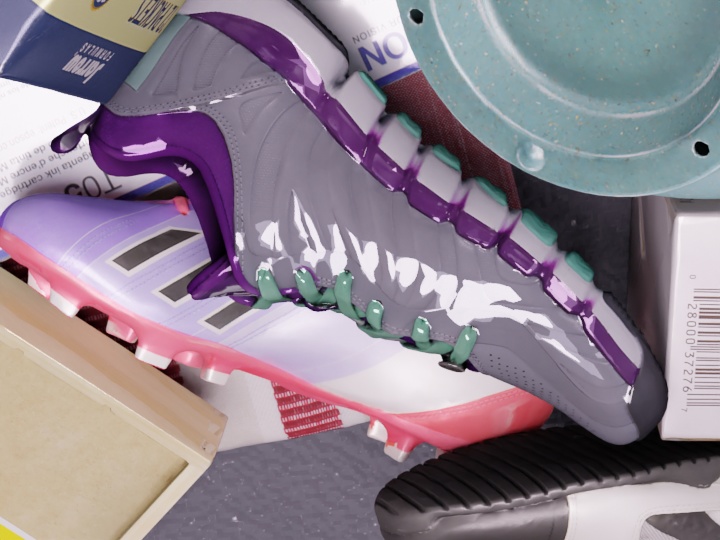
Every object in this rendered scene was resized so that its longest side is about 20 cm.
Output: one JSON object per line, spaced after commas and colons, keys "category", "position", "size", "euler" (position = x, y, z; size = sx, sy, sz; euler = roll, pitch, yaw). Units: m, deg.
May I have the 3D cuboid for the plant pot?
{"category": "plant pot", "position": [0.090, -0.101, 0.775], "size": [0.200, 0.134, 0.201], "euler": [16, 126, 24]}

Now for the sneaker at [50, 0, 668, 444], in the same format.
{"category": "sneaker", "position": [0.000, 0.000, 0.834], "size": [0.200, 0.074, 0.088], "euler": [42, 78, 3]}

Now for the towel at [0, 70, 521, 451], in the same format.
{"category": "towel", "position": [-0.043, -0.006, 0.930], "size": [0.199, 0.023, 0.144], "euler": [-12, 113, 6]}

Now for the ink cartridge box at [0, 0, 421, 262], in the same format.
{"category": "ink cartridge box", "position": [-0.084, -0.128, 0.867], "size": [0.196, 0.043, 0.200], "euler": [-24, 109, 6]}

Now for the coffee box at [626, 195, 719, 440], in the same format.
{"category": "coffee box", "position": [0.193, 0.002, 0.883], "size": [0.199, 0.113, 0.080], "euler": [1, 109, -1]}

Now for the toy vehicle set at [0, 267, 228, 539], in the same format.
{"category": "toy vehicle set", "position": [-0.153, 0.084, 0.934], "size": [0.124, 0.027, 0.200], "euler": [35, 122, -13]}

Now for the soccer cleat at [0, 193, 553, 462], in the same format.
{"category": "soccer cleat", "position": [-0.022, 0.006, 0.885], "size": [0.200, 0.067, 0.077], "euler": [24, 91, -18]}

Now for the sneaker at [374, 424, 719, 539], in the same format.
{"category": "sneaker", "position": [0.103, 0.094, 0.872], "size": [0.199, 0.074, 0.089], "euler": [-3, 100, -15]}

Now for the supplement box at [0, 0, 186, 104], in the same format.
{"category": "supplement box", "position": [-0.099, -0.187, 0.749], "size": [0.200, 0.134, 0.200], "euler": [39, 94, 5]}
